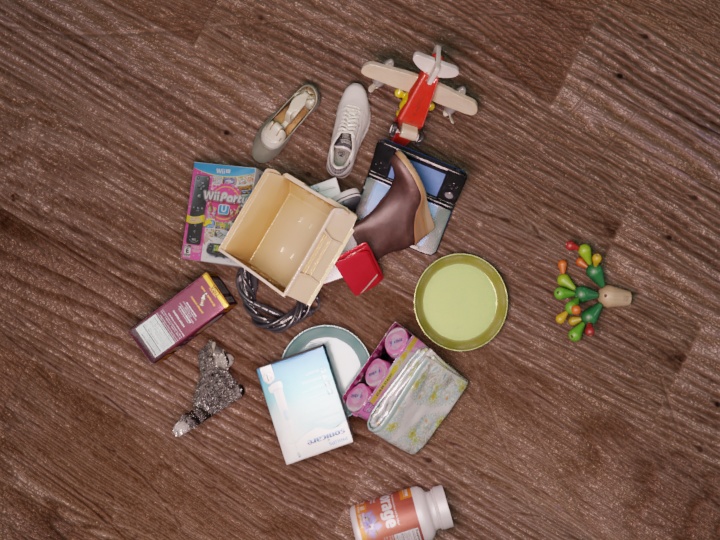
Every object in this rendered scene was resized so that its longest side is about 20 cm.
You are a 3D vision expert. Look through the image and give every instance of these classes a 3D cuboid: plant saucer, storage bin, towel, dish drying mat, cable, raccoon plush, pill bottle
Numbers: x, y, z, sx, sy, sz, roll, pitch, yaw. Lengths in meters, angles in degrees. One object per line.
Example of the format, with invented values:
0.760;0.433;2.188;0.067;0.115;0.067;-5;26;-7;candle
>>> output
-0.071;0.215;1.764;0.196;0.036;0.204;0;89;1;plant saucer
0.209;0.067;1.766;0.196;0.031;0.204;0;88;1;plant saucer
-0.136;-0.069;1.611;0.199;0.093;0.200;31;90;35;storage bin
0.119;0.268;1.703;0.201;0.048;0.171;-53;133;-1;towel
0.000;0.000;1.690;0.076;0.200;0.018;-28;68;0;dish drying mat
-0.181;0.025;1.770;0.161;0.051;0.202;-28;86;7;cable
-0.321;0.228;1.704;0.096;0.199;0.135;-33;87;32;raccoon plush
0.085;0.508;1.715;0.197;0.112;0.114;-17;88;0;pill bottle

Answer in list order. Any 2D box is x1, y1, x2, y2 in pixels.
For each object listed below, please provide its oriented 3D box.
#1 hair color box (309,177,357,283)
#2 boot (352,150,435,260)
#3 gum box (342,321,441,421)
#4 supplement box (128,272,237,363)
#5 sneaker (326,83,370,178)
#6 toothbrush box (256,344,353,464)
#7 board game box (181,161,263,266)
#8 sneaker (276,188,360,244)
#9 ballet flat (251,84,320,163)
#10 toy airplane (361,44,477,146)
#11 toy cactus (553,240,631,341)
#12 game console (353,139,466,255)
-0.069;-0.080;1.759;0.109;0.064;0.203;-18;89;3;hair color box
0.052;-0.121;1.680;0.164;0.073;0.202;-26;120;-4;boot
0.061;0.222;1.715;0.201;0.066;0.113;-55;133;-3;gum box
-0.363;0.097;1.735;0.199;0.110;0.086;-37;88;0;supplement box
-0.023;-0.295;1.757;0.075;0.081;0.204;11;87;3;sneaker
-0.110;0.269;1.703;0.144;0.085;0.203;-19;88;0;toothbrush box
-0.284;-0.115;1.746;0.145;0.064;0.204;7;87;17;board game box
-0.070;-0.082;1.688;0.199;0.078;0.080;-34;77;15;sneaker
-0.161;-0.313;1.767;0.067;0.064;0.200;42;90;2;ballet flat
0.121;-0.372;1.726;0.196;0.142;0.202;-22;121;12;toy airplane
0.483;0.045;1.739;0.162;0.102;0.204;5;80;-9;toy cactus
0.098;-0.149;1.736;0.197;0.171;0.120;21;62;1;game console
